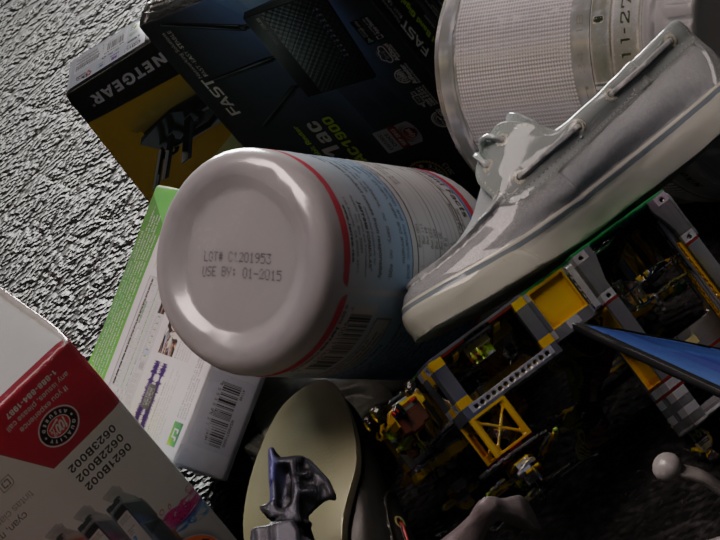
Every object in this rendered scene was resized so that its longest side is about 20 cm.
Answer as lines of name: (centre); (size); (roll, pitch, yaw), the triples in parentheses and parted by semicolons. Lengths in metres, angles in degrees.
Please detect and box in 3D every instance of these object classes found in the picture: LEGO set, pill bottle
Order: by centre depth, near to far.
LEGO set: (0.110, 0.062, 1.310); (0.200, 0.116, 0.154); (-34, -7, -25)
pill bottle: (0.000, 0.000, 1.363); (0.108, 0.199, 0.110); (-3, 85, 36)

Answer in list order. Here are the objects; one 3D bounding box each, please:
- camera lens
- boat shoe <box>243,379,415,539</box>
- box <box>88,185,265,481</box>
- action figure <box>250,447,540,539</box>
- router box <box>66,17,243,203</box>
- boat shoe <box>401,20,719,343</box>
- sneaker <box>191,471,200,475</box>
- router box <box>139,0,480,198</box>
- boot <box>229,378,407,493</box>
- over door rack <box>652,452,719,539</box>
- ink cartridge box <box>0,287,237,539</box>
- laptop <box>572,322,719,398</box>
camera lens: (0.150, -0.114, 1.451); (0.199, 0.160, 0.160); (-3, 42, 49)
boat shoe: (-0.008, 0.140, 1.302); (0.074, 0.063, 0.202); (-38, 40, 25)
box: (-0.094, 0.030, 1.503); (0.200, 0.036, 0.145); (14, 82, 67)
action figure: (-0.018, 0.147, 1.172); (0.193, 0.105, 0.201); (-21, 59, 19)
router box: (-0.059, -0.111, 1.717); (0.199, 0.157, 0.052); (-31, 26, 16)
boat shoe: (0.091, -0.045, 1.308); (0.200, 0.072, 0.070); (-37, -6, -6)
sneaker: (-0.061, 0.019, 1.573); (0.070, 0.099, 0.200); (-3, 44, 47)
router box: (-0.011, -0.117, 1.611); (0.149, 0.200, 0.062); (-17, 37, 37)
boot: (0.000, 0.075, 1.449); (0.130, 0.068, 0.200); (-37, 26, -12)
over door rack: (0.125, 0.152, 1.155); (0.199, 0.067, 0.148); (-30, 26, 16)
ink cartridge box: (-0.166, 0.135, 1.403); (0.145, 0.200, 0.144); (-44, 29, -12)
laptop: (0.227, 0.013, 1.177); (0.200, 0.103, 0.177); (-45, 39, -16)
